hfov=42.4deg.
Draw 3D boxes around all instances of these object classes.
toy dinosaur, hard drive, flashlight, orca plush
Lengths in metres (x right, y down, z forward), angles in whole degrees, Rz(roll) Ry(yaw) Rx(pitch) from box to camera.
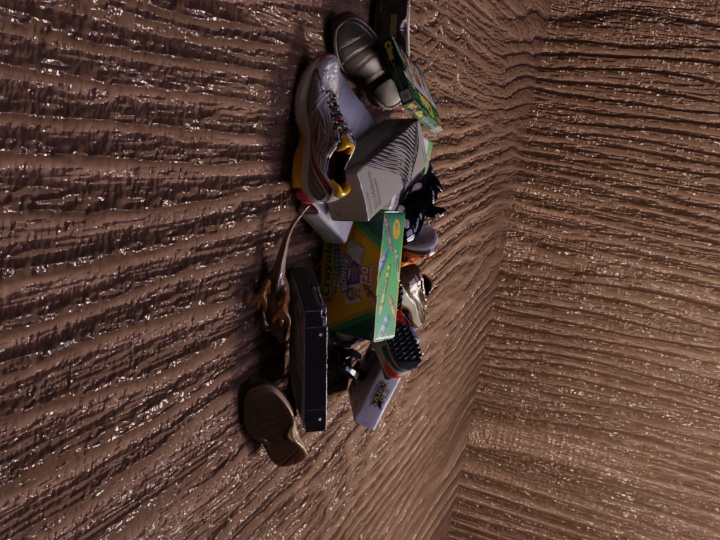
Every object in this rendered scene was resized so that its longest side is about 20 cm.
[{"bbox_3d":[-0.116,0.017,1.269,0.106,0.060,0.202,-88,-170,-62],"label":"toy dinosaur"},{"bbox_3d":[-0.077,0.113,1.351,0.140,0.037,0.202,-116,-155,-61],"label":"hard drive"},{"bbox_3d":[-0.002,0.099,1.624,0.068,0.068,0.200,-43,168,10],"label":"flashlight"},{"bbox_3d":[0.114,-0.102,1.602,0.200,0.071,0.106,-47,152,-55],"label":"orca plush"}]

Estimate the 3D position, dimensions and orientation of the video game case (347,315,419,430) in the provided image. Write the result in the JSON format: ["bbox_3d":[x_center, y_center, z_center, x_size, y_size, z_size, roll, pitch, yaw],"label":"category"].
[{"bbox_3d":[0.039,0.175,1.698,0.200,0.045,0.183,-115,-130,-80],"label":"video game case"}]

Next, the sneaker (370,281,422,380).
[{"bbox_3d":[0.035,0.087,1.536,0.093,0.070,0.201,-49,-127,52],"label":"sneaker"}]

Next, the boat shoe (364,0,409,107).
[{"bbox_3d":[0.049,-0.365,1.504,0.076,0.071,0.202,-75,176,-81],"label":"boat shoe"}]

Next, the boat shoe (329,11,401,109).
[{"bbox_3d":[0.001,-0.318,1.383,0.200,0.072,0.068,50,12,-54],"label":"boat shoe"}]

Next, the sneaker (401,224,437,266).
[{"bbox_3d":[0.093,-0.023,1.687,0.200,0.077,0.113,-148,-136,-67],"label":"sneaker"}]

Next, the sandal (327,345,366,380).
[{"bbox_3d":[-0.028,0.157,1.613,0.200,0.075,0.048,54,57,-80],"label":"sandal"}]

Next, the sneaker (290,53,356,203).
[{"bbox_3d":[-0.040,-0.191,1.258,0.078,0.082,0.202,-8,101,-57],"label":"sneaker"}]

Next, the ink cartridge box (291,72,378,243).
[{"bbox_3d":[-0.044,-0.168,1.373,0.174,0.043,0.201,47,55,-50],"label":"ink cartridge box"}]

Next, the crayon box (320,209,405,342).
[{"bbox_3d":[0.000,0.000,1.459,0.058,0.118,0.202,-6,103,-50],"label":"crayon box"}]

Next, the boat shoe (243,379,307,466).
[{"bbox_3d":[-0.126,0.210,1.358,0.201,0.071,0.072,69,6,-49],"label":"boat shoe"}]

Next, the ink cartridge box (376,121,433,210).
[{"bbox_3d":[0.054,-0.173,1.617,0.200,0.084,0.148,1,103,-73],"label":"ink cartridge box"}]

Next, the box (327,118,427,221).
[{"bbox_3d":[0.024,-0.152,1.380,0.200,0.068,0.083,-48,131,-46],"label":"box"}]

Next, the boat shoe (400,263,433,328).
[{"bbox_3d":[0.101,0.044,1.660,0.075,0.075,0.202,-34,158,0],"label":"boat shoe"}]

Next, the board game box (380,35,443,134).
[{"bbox_3d":[0.081,-0.277,1.410,0.200,0.023,0.106,12,61,-73],"label":"board game box"}]

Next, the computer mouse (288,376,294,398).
[{"bbox_3d":[-0.081,0.125,1.476,0.059,0.034,0.202,-20,120,-70],"label":"computer mouse"}]
